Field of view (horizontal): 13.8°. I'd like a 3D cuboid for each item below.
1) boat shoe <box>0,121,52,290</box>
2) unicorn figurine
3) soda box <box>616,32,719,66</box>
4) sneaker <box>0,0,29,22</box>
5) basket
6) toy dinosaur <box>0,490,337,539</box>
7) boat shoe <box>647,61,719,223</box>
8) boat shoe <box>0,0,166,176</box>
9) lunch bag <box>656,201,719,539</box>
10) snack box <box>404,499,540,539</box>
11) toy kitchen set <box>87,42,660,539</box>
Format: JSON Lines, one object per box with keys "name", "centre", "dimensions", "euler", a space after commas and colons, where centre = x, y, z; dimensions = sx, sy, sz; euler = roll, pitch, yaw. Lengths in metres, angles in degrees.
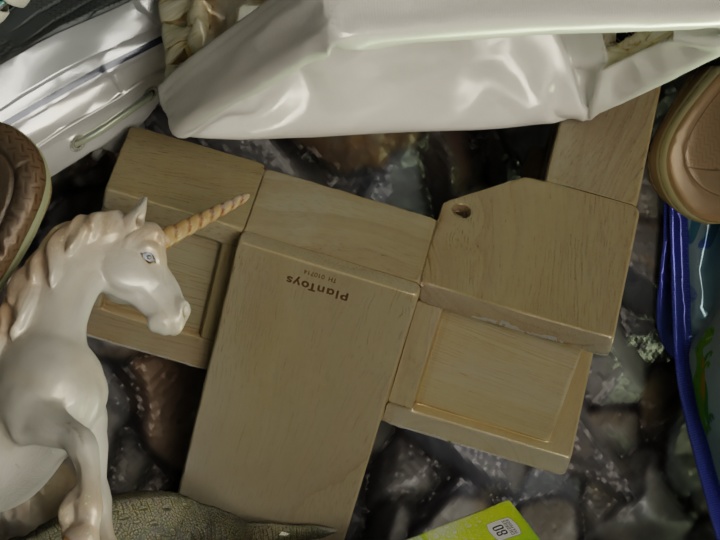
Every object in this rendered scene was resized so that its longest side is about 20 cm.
{"name": "boat shoe", "centre": [-0.185, 0.026, 1.113], "dimensions": [0.200, 0.076, 0.072], "euler": [-44, 71, 6]}
{"name": "unicorn figurine", "centre": [-0.117, 0.064, 1.066], "dimensions": [0.200, 0.138, 0.074], "euler": [-31, 148, 14]}
{"name": "soda box", "centre": [0.152, -0.127, 1.207], "dimensions": [0.071, 0.200, 0.063], "euler": [-45, 108, -16]}
{"name": "sneaker", "centre": [-0.143, -0.124, 1.092], "dimensions": [0.201, 0.080, 0.071], "euler": [-67, 151, -21]}
{"name": "basket", "centre": [0.030, -0.126, 1.104], "dimensions": [0.199, 0.135, 0.124], "euler": [-5, 79, -32]}
{"name": "toy dinosaur", "centre": [-0.102, 0.125, 1.156], "dimensions": [0.199, 0.077, 0.103], "euler": [-10, 129, -7]}
{"name": "boat shoe", "centre": [0.179, -0.083, 1.282], "dimensions": [0.200, 0.064, 0.071], "euler": [-40, 114, -35]}
{"name": "boat shoe", "centre": [-0.113, -0.075, 1.158], "dimensions": [0.199, 0.074, 0.067], "euler": [-29, 123, -12]}
{"name": "lunch bag", "centre": [0.228, 0.022, 1.313], "dimensions": [0.169, 0.127, 0.201], "euler": [-1, 68, -28]}
{"name": "snack box", "centre": [0.015, 0.194, 1.127], "dimensions": [0.199, 0.169, 0.068], "euler": [-20, 141, -25]}
{"name": "toy kitchen set", "centre": [0.000, 0.000, 1.227], "dimensions": [0.199, 0.181, 0.164], "euler": [16, 133, 0]}
